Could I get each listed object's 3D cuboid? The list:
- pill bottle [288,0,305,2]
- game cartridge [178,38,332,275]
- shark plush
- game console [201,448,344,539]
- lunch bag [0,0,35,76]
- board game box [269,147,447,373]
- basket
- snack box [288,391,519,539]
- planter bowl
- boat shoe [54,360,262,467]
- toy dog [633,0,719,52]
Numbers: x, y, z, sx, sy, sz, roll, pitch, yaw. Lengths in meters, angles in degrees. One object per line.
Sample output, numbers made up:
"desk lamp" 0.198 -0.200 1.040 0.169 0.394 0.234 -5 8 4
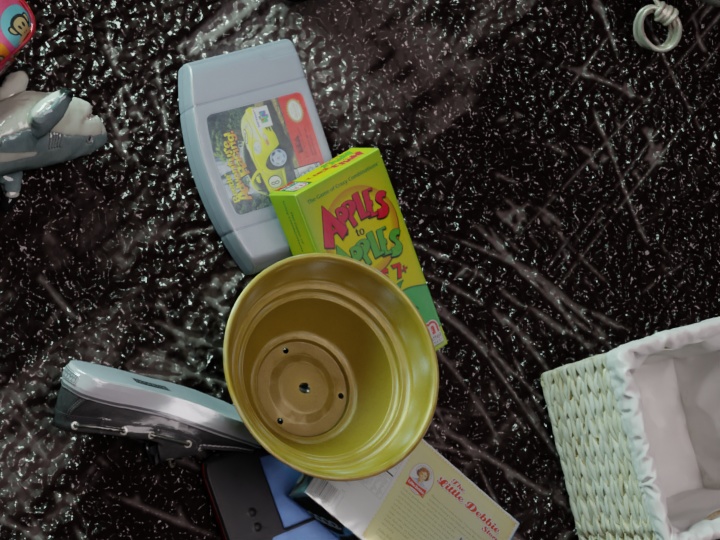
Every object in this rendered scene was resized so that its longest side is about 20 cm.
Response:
"pill bottle" -0.021 -0.316 1.545 0.111 0.200 0.113 5 78 -28
"game cartridge" -0.092 -0.105 1.562 0.132 0.041 0.202 -19 90 -27
"shark plush" -0.300 -0.087 1.427 0.200 0.090 0.084 -49 135 -32
"game console" -0.034 0.225 1.535 0.199 0.031 0.179 -18 90 -31
"lunch bag" -0.386 -0.195 1.387 0.176 0.082 0.200 46 63 -13
"board game box" 0.000 0.000 1.559 0.101 0.047 0.202 -30 110 -29
"basket" 0.305 0.159 1.662 0.197 0.160 0.202 -13 88 -30
"snack box" 0.043 0.219 1.543 0.200 0.037 0.117 42 62 -14
"planter bowl" -0.037 0.093 1.478 0.198 0.083 0.203 8 69 -20
"boat shoe" -0.172 0.135 1.458 0.199 0.070 0.067 19 96 -33
"toy dog" 0.300 -0.342 1.795 0.200 0.132 0.097 42 25 -21
